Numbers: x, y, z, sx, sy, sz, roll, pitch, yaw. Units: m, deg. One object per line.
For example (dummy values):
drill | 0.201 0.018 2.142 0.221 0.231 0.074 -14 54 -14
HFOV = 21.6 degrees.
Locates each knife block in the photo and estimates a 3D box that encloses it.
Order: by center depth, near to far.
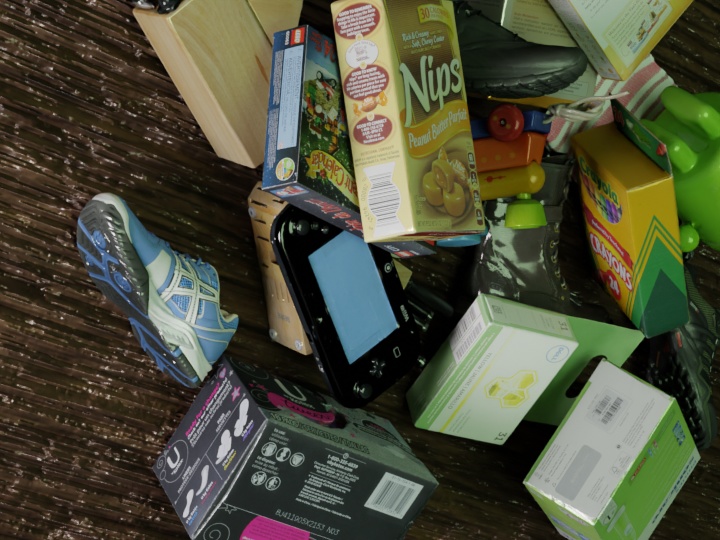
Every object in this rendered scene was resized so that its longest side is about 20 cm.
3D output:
knife block | -0.142 -0.197 1.539 0.175 0.064 0.200 7 98 -34
knife block | 0.000 0.000 1.690 0.175 0.064 0.200 -20 111 -29

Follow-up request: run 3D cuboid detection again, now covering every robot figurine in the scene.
robot figurine | 0.350 -0.094 1.835 0.176 0.116 0.200 -50 128 -2

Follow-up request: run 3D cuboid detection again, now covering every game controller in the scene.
game controller | -0.011 0.018 1.623 0.104 0.042 0.200 -32 117 -23

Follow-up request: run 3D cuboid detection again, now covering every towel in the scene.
towel | 0.268 -0.131 1.854 0.200 0.030 0.146 43 78 -33

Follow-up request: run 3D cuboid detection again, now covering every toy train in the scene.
toy train | 0.148 -0.088 1.675 0.085 0.200 0.116 1 82 -65

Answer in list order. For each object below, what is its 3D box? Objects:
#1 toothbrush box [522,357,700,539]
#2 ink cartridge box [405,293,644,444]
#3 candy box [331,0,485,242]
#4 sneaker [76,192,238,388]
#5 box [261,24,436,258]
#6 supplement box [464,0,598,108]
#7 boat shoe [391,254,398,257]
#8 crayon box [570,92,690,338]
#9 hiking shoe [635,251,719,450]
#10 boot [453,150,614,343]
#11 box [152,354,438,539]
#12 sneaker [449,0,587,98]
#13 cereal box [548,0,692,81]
toothbrush box | 0.248 0.194 1.837 0.146 0.086 0.200 -56 153 -9
ink cartridge box | 0.162 0.102 1.780 0.200 0.048 0.146 14 127 -28
candy box | 0.041 -0.125 1.559 0.115 0.055 0.200 -3 85 -57
sneaker | -0.170 0.006 1.581 0.077 0.076 0.200 -46 132 -23
box | -0.003 -0.104 1.575 0.200 0.038 0.137 25 62 -50
supplement box | 0.161 -0.251 1.727 0.126 0.073 0.200 6 99 -34
boat shoe | -0.009 -0.094 1.664 0.200 0.071 0.063 45 34 -30
crayon box | 0.253 -0.052 1.783 0.051 0.127 0.200 -19 122 -10
hiking shoe | 0.340 0.081 1.916 0.101 0.076 0.200 -22 103 -33
boot | 0.179 -0.026 1.798 0.200 0.069 0.175 9 95 -34
box | -0.057 0.178 1.651 0.200 0.115 0.132 24 105 -36
sneaker | 0.099 -0.195 1.643 0.076 0.200 0.091 15 78 -75
cereal box | 0.220 -0.290 1.687 0.144 0.040 0.200 -48 121 -15
